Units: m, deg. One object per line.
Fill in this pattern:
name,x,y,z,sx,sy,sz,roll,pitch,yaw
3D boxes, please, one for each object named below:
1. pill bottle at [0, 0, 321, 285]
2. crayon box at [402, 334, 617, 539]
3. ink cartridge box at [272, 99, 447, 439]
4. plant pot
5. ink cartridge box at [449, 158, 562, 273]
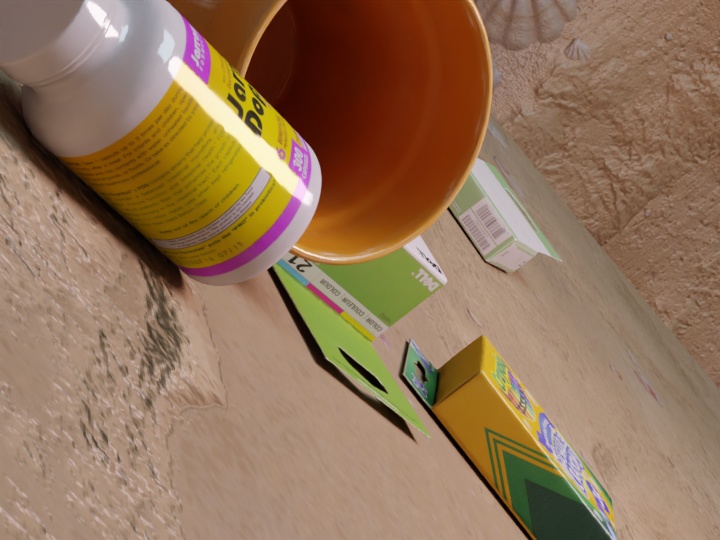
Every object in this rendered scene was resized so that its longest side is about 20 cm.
pill bottle,-0.115,-0.084,1.295,0.200,0.104,0.104,44,13,-40
crayon box,0.114,0.127,1.768,0.200,0.052,0.126,51,10,-6
ink cartridge box,0.000,0.000,1.613,0.148,0.076,0.200,41,14,-49
plant pot,-0.048,-0.124,1.510,0.183,0.200,0.200,25,-15,50
ink cartridge box,0.143,-0.065,2.596,0.146,0.048,0.200,56,10,17
